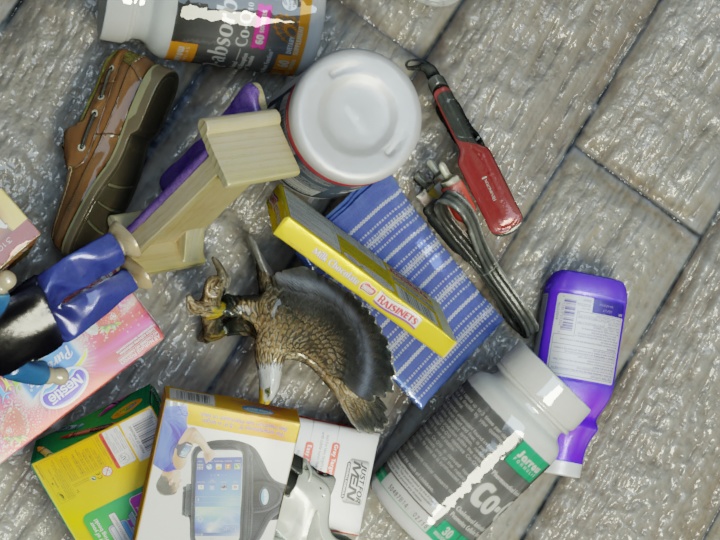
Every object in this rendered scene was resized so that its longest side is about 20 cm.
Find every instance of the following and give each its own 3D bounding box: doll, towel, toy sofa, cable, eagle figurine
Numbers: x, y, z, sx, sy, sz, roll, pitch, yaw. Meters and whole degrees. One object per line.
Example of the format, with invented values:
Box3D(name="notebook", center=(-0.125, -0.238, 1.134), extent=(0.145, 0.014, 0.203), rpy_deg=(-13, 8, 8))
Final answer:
Box3D(name="doll", center=(-0.271, 0.043, 1.379), extent=(0.200, 0.048, 0.137), rpy_deg=(-33, 135, -21))
Box3D(name="towel", center=(0.039, 0.014, 1.577), extent=(0.200, 0.024, 0.145), rpy_deg=(51, 56, -7))
Box3D(name="toy sofa", center=(-0.148, -0.080, 1.457), extent=(0.083, 0.200, 0.098), rpy_deg=(-13, 73, -39))
Box3D(name="cable", center=(0.123, -0.023, 1.586), extent=(0.050, 0.097, 0.200), rpy_deg=(-43, 98, -15))
Box3D(name="eagle figurine", center=(-0.056, 0.065, 1.511), extent=(0.199, 0.152, 0.151), rpy_deg=(13, 113, 5))

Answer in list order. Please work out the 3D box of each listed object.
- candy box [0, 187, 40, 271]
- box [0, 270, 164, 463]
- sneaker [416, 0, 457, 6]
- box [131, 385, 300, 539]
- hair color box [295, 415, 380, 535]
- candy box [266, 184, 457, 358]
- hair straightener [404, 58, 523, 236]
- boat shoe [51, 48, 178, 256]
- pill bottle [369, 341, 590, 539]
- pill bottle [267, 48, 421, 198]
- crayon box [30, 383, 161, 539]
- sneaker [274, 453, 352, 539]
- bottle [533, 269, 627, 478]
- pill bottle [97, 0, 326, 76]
Box3D(name="candy box", center=(-0.340, -0.006, 1.406), extent=(0.117, 0.200, 0.057), rpy_deg=(-42, 98, -14))
Box3D(name="box", center=(-0.286, 0.084, 1.468), extent=(0.200, 0.100, 0.096), rpy_deg=(-38, 96, -15))
Box3D(name="sneaker", center=(0.014, -0.327, 1.582), extent=(0.200, 0.100, 0.078), rpy_deg=(23, 123, -25))
Box3D(name="box", center=(-0.130, 0.207, 1.406), extent=(0.119, 0.041, 0.201), rpy_deg=(11, 101, -10))
Box3D(name="hair color box", center=(-0.091, 0.180, 1.535), extent=(0.199, 0.061, 0.102), rpy_deg=(13, 85, -13))
Box3D(name="candy box", center=(0.000, 0.000, 1.495), extent=(0.200, 0.102, 0.026), rpy_deg=(37, 99, -17))
Box3D(name="hair straightener", center=(0.100, -0.122, 1.600), extent=(0.041, 0.077, 0.200), rpy_deg=(-32, 81, 5))
Box3D(name="boat shoe", center=(-0.241, -0.108, 1.515), extent=(0.068, 0.072, 0.200), rpy_deg=(26, 86, 15))
Box3D(name="pill bottle", center=(0.114, 0.169, 1.542), extent=(0.113, 0.113, 0.200), rpy_deg=(44, 93, -9))
Box3D(name="pill bottle", center=(-0.027, -0.128, 1.498), extent=(0.119, 0.200, 0.120), rpy_deg=(1, 87, -15))
Box3D(name="crayon box", center=(-0.192, 0.218, 1.452), extent=(0.119, 0.058, 0.200), rpy_deg=(-26, 106, 2))
Box3D(name="sneaker", center=(-0.073, 0.190, 1.474), extent=(0.088, 0.074, 0.200), rpy_deg=(-32, 107, -11))
Box3D(name="bottle", center=(0.211, 0.103, 1.619), extent=(0.083, 0.065, 0.201), rpy_deg=(10, 84, -8))
Box3D(name="pill bottle", center=(-0.139, -0.248, 1.519), extent=(0.199, 0.116, 0.117), rpy_deg=(5, 85, -15))
